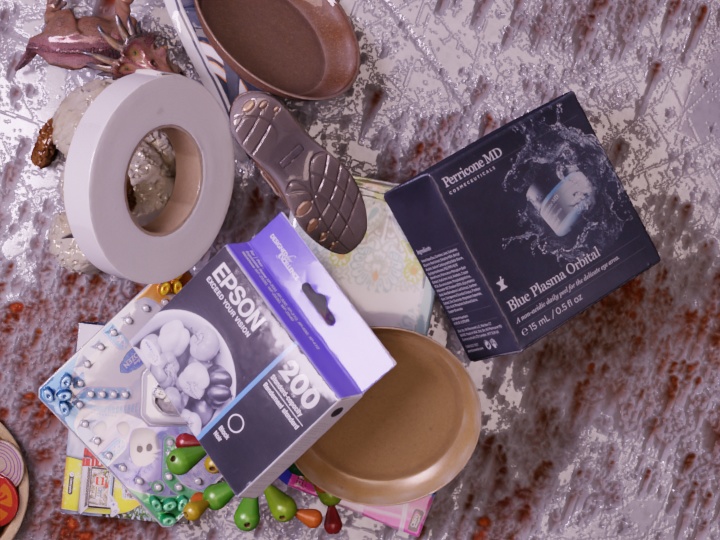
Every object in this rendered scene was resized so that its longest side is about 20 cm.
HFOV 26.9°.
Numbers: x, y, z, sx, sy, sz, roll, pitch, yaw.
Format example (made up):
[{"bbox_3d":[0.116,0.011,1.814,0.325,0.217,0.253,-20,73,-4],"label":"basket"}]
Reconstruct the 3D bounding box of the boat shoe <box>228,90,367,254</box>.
[{"bbox_3d":[-0.062,-0.104,1.531,0.076,0.072,0.201,-36,111,-4],"label":"boat shoe"}]

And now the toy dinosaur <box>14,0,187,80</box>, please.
[{"bbox_3d":[-0.271,-0.226,1.510,0.198,0.136,0.086,-6,123,10],"label":"toy dinosaur"}]

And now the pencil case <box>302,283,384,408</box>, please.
[{"bbox_3d":[-0.054,0.059,1.526,0.199,0.091,0.083,36,91,-1],"label":"pencil case"}]

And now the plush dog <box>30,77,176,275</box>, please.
[{"bbox_3d":[-0.254,-0.116,1.539,0.199,0.161,0.173,-23,69,-2],"label":"plush dog"}]

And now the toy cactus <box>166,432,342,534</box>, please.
[{"bbox_3d":[-0.100,0.184,1.531,0.198,0.102,0.167,14,74,-16],"label":"toy cactus"}]

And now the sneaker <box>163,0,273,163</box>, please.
[{"bbox_3d":[-0.135,-0.219,1.564,0.079,0.078,0.201,-26,103,2],"label":"sneaker"}]

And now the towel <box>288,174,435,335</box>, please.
[{"bbox_3d":[0.000,0.000,1.593,0.170,0.048,0.202,11,91,0],"label":"towel"}]

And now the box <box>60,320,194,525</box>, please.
[{"bbox_3d":[-0.237,0.160,1.587,0.135,0.038,0.202,6,91,-5],"label":"box"}]

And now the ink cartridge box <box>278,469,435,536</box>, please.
[{"bbox_3d":[-0.012,0.202,1.604,0.198,0.037,0.095,22,90,-1],"label":"ink cartridge box"}]

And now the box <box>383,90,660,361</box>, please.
[{"bbox_3d":[0.164,-0.043,1.535,0.196,0.117,0.201,-30,94,-23],"label":"box"}]

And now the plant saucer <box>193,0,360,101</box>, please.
[{"bbox_3d":[-0.091,-0.246,1.535,0.200,0.201,0.037,46,131,-3],"label":"plant saucer"}]

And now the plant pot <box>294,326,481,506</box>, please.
[{"bbox_3d":[0.020,0.140,1.483,0.198,0.028,0.202,0,115,1],"label":"plant pot"}]

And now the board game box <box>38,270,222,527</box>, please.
[{"bbox_3d":[-0.194,0.129,1.553,0.200,0.026,0.200,-44,101,-8],"label":"board game box"}]

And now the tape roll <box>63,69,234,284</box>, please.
[{"bbox_3d":[-0.198,-0.089,1.439,0.037,0.202,0.205,12,91,36],"label":"tape roll"}]

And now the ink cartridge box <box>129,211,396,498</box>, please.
[{"bbox_3d":[-0.097,0.079,1.441,0.200,0.043,0.199,-44,70,13],"label":"ink cartridge box"}]

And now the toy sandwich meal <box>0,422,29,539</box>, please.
[{"bbox_3d":[-0.447,0.229,1.563,0.203,0.070,0.207,0,92,-3],"label":"toy sandwich meal"}]
